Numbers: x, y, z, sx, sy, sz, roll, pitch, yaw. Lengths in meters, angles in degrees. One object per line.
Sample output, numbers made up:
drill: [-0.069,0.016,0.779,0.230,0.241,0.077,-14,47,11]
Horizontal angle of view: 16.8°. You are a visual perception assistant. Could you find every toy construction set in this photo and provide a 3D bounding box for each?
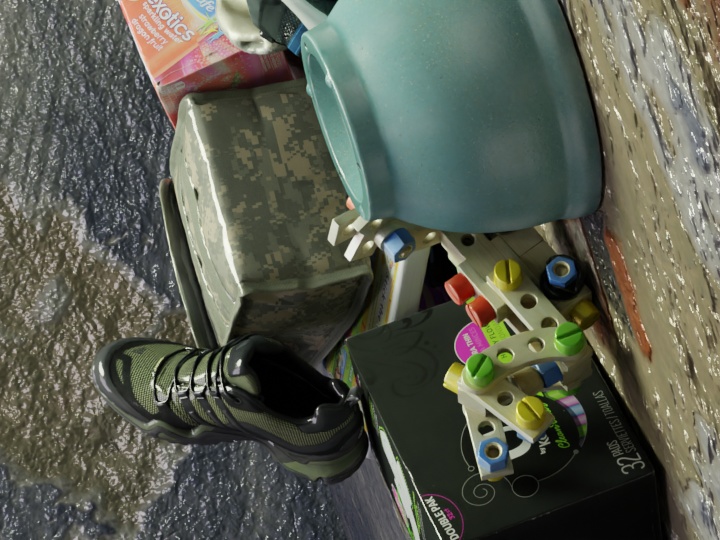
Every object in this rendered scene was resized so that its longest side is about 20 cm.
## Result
toy construction set: [0.072,0.021,1.529,0.200,0.131,0.092,52,168,10]

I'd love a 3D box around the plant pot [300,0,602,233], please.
plant pot: [0.044,-0.106,1.447,0.200,0.133,0.201,160,90,-82]

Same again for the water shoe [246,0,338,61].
water shoe: [-0.021,-0.160,1.542,0.079,0.072,0.200,13,149,43]

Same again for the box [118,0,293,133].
box: [-0.104,-0.150,1.763,0.200,0.094,0.103,69,178,-68]

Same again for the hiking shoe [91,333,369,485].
hiking shoe: [-0.087,0.071,1.643,0.101,0.199,0.076,93,-165,-49]

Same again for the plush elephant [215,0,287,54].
plush elephant: [-0.032,-0.230,1.603,0.155,0.164,0.200,61,171,14]

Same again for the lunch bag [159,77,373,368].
lunch bag: [-0.074,-0.017,1.737,0.200,0.117,0.165,111,147,-62]

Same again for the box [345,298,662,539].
box: [0.095,0.125,1.608,0.125,0.148,0.200,78,169,-45]

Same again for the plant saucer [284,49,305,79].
plant saucer: [-0.035,-0.185,1.939,0.201,0.034,0.201,58,-165,-26]

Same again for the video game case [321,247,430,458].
video game case: [0.000,0.000,1.730,0.182,0.023,0.201,-117,30,-49]

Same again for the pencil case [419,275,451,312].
pencil case: [0.043,0.034,1.872,0.086,0.084,0.200,62,-176,5]

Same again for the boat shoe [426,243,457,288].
boat shoe: [0.043,-0.067,1.801,0.200,0.068,0.084,-118,11,-49]
